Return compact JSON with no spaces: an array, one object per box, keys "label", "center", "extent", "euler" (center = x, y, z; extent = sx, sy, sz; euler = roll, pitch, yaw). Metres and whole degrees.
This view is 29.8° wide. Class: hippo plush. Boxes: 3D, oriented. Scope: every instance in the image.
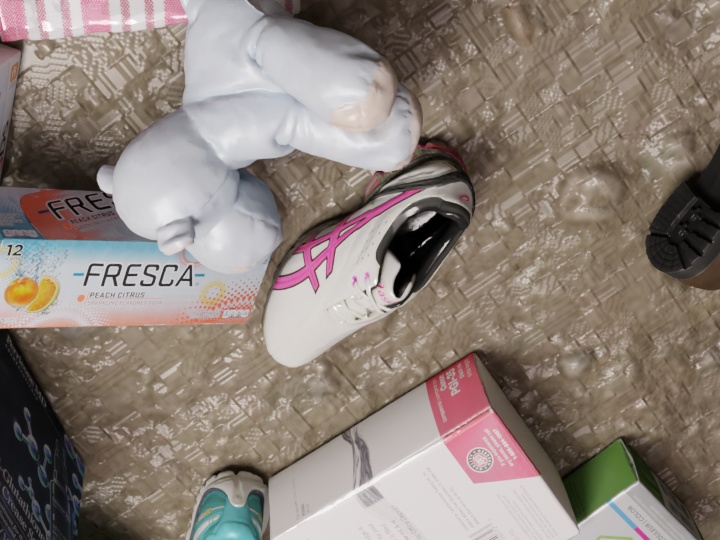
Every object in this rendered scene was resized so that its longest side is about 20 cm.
[{"label":"hippo plush","center":[-0.068,-0.074,0.810],"extent":[0.162,0.159,0.200],"euler":[-57,138,-3]}]

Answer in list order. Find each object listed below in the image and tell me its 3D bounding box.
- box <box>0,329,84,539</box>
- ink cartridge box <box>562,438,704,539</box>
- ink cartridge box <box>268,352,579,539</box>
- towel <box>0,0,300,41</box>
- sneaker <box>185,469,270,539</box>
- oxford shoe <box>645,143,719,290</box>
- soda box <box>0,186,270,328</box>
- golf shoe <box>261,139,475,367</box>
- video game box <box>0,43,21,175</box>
[{"label":"box","center":[-0.273,0.160,0.933],"extent":[0.106,0.201,0.150],"euler":[-19,121,4]},{"label":"ink cartridge box","center":[0.171,0.240,1.108],"extent":[0.199,0.060,0.104],"euler":[-39,116,15]},{"label":"ink cartridge box","center":[0.046,0.181,1.048],"extent":[0.199,0.083,0.147],"euler":[-32,118,11]},{"label":"towel","center":[-0.137,-0.218,0.838],"extent":[0.197,0.030,0.148],"euler":[-6,120,-4]},{"label":"sneaker","center":[-0.116,0.255,1.074],"extent":[0.076,0.080,0.202],"euler":[5,119,-9]},{"label":"oxford shoe","center":[0.294,-0.067,0.956],"extent":[0.084,0.073,0.200],"euler":[26,116,-37]},{"label":"soda box","center":[-0.160,-0.008,0.887],"extent":[0.198,0.064,0.069],"euler":[0,123,-38]},{"label":"golf shoe","center":[0.000,0.000,0.939],"extent":[0.072,0.092,0.200],"euler":[33,112,-23]},{"label":"video game box","center":[-0.274,-0.029,0.828],"extent":[0.046,0.201,0.184],"euler":[16,117,1]}]
